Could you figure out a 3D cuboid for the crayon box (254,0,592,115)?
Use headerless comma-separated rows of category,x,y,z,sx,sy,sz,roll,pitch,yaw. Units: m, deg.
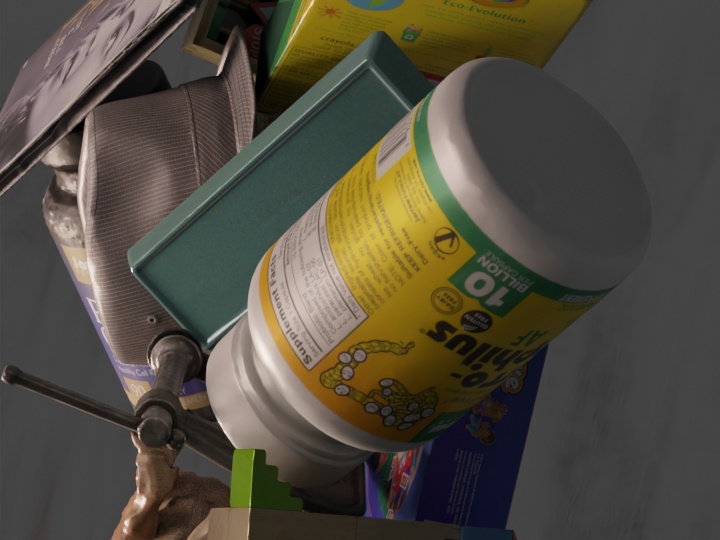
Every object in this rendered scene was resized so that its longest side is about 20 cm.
crayon box,0.035,-0.132,1.346,0.200,0.127,0.051,127,152,-59

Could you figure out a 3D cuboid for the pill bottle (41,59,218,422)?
pill bottle,-0.117,-0.017,1.598,0.112,0.112,0.200,-105,-7,-63

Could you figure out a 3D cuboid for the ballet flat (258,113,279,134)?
ballet flat,-0.013,-0.146,1.579,0.200,0.067,0.062,-63,-21,-6

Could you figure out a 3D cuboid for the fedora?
fedora,-0.102,-0.027,1.441,0.177,0.090,0.200,-105,12,-55

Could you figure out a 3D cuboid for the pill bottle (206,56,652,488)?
pill bottle,0.022,0.009,1.182,0.200,0.113,0.113,-42,33,35

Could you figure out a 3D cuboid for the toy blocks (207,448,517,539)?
toy blocks,0.001,0.184,1.199,0.100,0.137,0.200,168,108,-66

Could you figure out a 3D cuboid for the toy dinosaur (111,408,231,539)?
toy dinosaur,-0.093,0.146,1.324,0.136,0.086,0.200,-61,-7,19

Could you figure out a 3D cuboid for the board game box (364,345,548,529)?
board game box,0.049,0.034,1.310,0.134,0.045,0.200,-154,76,-77

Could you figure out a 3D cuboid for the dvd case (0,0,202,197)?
dvd case,-0.140,-0.126,1.491,0.200,0.016,0.149,-39,22,32

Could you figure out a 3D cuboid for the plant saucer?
plant saucer,-0.034,-0.032,1.322,0.200,0.070,0.019,-39,6,33

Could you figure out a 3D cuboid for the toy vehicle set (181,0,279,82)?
toy vehicle set,-0.010,-0.191,1.527,0.027,0.124,0.200,-13,58,70

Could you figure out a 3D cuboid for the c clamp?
c clamp,-0.069,0.064,1.289,0.027,0.171,0.200,-63,-1,8
